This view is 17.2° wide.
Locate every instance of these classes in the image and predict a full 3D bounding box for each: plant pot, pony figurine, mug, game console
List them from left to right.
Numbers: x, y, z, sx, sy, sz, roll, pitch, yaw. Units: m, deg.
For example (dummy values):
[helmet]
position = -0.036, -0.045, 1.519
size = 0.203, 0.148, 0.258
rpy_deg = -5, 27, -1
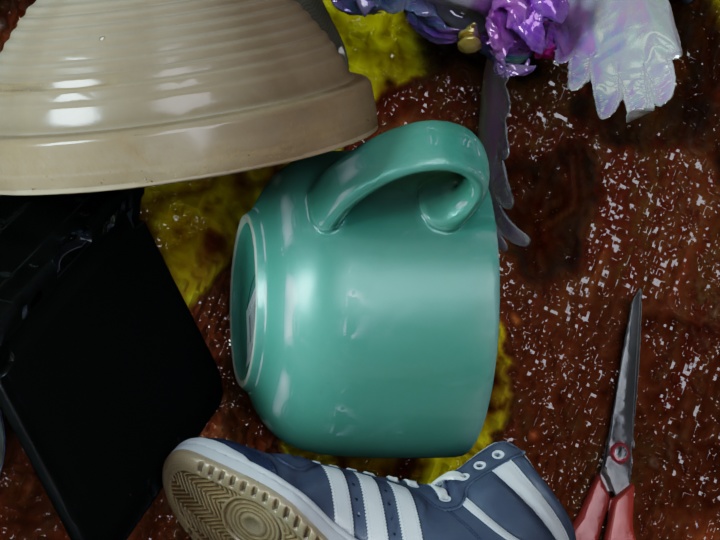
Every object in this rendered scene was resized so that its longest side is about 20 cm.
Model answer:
[game console]
position = -0.169, 0.032, 1.150
size = 0.175, 0.200, 0.117
rpy_deg = 12, 114, 10
[plant pot]
position = -0.095, -0.098, 1.132
size = 0.200, 0.201, 0.093
rpy_deg = -9, 100, -15
[mug]
position = -0.002, 0.001, 1.185
size = 0.114, 0.152, 0.186
rpy_deg = 1, 108, -11
[pony figurine]
position = 0.077, -0.137, 1.243
size = 0.199, 0.166, 0.194
rpy_deg = 27, 48, -26

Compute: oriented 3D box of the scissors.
[scissors]
position = 0.142, 0.113, 1.281
size = 0.073, 0.014, 0.201
rpy_deg = 25, 74, -5

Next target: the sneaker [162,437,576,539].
[sneaker]
position = 0.010, 0.116, 1.149
size = 0.199, 0.070, 0.109
rpy_deg = 28, 47, 8

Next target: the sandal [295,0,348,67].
[sandal]
position = -0.051, -0.153, 1.209
size = 0.082, 0.054, 0.200
rpy_deg = -59, 134, -30

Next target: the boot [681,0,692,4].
[boot]
position = 0.213, -0.254, 1.336
size = 0.097, 0.075, 0.200
rpy_deg = 42, 75, -6

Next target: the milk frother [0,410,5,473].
[milk frother]
position = -0.297, 0.116, 1.097
size = 0.199, 0.188, 0.181
rpy_deg = 21, 111, 8
